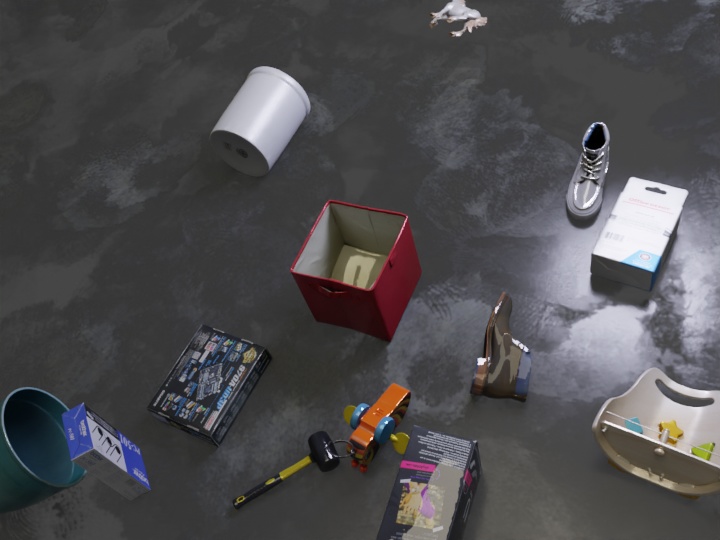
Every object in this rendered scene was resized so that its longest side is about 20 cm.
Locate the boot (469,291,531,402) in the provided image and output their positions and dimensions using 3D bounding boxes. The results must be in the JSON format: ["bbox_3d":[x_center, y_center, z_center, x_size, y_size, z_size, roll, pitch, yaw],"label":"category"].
[{"bbox_3d":[0.263,0.138,1.288,0.097,0.075,0.200,16,67,11],"label":"boot"}]

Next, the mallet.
[{"bbox_3d":[-0.126,0.358,1.252,0.200,0.041,0.066,-36,50,-7],"label":"mallet"}]

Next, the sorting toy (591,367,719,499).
[{"bbox_3d":[0.485,0.237,1.133,0.200,0.107,0.180,20,55,28],"label":"sorting toy"}]

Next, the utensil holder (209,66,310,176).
[{"bbox_3d":[-0.235,-0.345,1.712,0.170,0.170,0.200,15,62,25],"label":"utensil holder"}]

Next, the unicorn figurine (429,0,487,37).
[{"bbox_3d":[0.246,-0.667,1.879,0.137,0.074,0.200,-33,67,-21],"label":"unicorn figurine"}]

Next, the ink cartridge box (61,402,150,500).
[{"bbox_3d":[-0.436,0.317,1.262,0.044,0.200,0.094,-28,52,-5],"label":"ink cartridge box"}]

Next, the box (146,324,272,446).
[{"bbox_3d":[-0.286,0.213,1.393,0.159,0.046,0.200,16,60,25],"label":"box"}]

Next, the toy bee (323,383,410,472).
[{"bbox_3d":[0.009,0.281,1.241,0.200,0.109,0.131,-17,39,-29],"label":"toy bee"}]

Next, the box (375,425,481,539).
[{"bbox_3d":[0.109,0.362,1.125,0.106,0.122,0.200,11,59,21],"label":"box"}]

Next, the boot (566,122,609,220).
[{"bbox_3d":[0.454,-0.203,1.457,0.073,0.096,0.200,7,57,20],"label":"boot"}]

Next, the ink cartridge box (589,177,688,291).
[{"bbox_3d":[0.520,-0.071,1.360,0.116,0.068,0.200,21,63,27],"label":"ink cartridge box"}]

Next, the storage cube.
[{"bbox_3d":[0.000,0.000,1.385,0.171,0.180,0.200,13,58,24],"label":"storage cube"}]

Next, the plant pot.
[{"bbox_3d":[-0.631,0.346,1.314,0.188,0.200,0.200,-34,52,9],"label":"plant pot"}]
